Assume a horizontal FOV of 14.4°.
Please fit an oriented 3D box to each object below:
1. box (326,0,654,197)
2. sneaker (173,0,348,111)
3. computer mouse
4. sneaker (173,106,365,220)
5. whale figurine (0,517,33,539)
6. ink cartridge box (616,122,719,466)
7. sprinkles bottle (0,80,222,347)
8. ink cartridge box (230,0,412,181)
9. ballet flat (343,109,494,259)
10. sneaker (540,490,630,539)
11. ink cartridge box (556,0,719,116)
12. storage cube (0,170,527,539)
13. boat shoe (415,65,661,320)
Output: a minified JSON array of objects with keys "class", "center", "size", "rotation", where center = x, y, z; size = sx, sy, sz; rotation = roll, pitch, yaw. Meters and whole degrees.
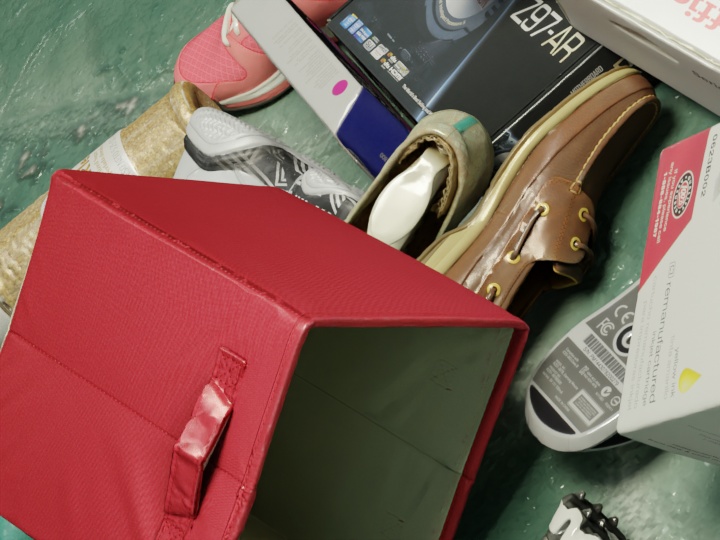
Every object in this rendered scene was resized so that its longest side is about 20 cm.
[{"class":"box","center":[0.086,-0.139,1.608],"size":[0.160,0.044,0.200],"rotation":[-41,37,2]},{"class":"sneaker","center":[-0.046,-0.170,1.739],"size":[0.199,0.087,0.074],"rotation":[-26,41,27]},{"class":"computer mouse","center":[0.166,0.022,1.402],"size":[0.200,0.044,0.110],"rotation":[-41,42,1]},{"class":"sneaker","center":[-0.048,-0.007,1.615],"size":[0.200,0.075,0.115],"rotation":[32,96,41]},{"class":"whale figurine","center":[-0.167,0.103,1.587],"size":[0.200,0.104,0.159],"rotation":[-49,22,-2]},{"class":"ink cartridge box","center":[0.202,0.000,1.248],"size":[0.200,0.083,0.146],"rotation":[154,130,-65]},{"class":"sprinkles bottle","center":[-0.163,-0.032,1.751],"size":[0.200,0.068,0.068],"rotation":[-38,38,13]},{"class":"ink cartridge box","center":[-0.003,-0.090,1.620],"size":[0.037,0.095,0.200],"rotation":[-42,38,6]},{"class":"ballet flat","center":[0.000,0.000,1.507],"size":[0.067,0.062,0.201],"rotation":[33,105,10]},{"class":"sneaker","center":[0.113,0.188,1.292],"size":[0.091,0.066,0.200],"rotation":[-45,33,9]},{"class":"ink cartridge box","center":[0.207,-0.188,1.466],"size":[0.145,0.088,0.200],"rotation":[33,81,28]},{"class":"storage cube","center":[-0.058,0.066,1.393],"size":[0.179,0.199,0.172],"rotation":[29,106,34]},{"class":"boat shoe","center":[0.095,-0.018,1.493],"size":[0.067,0.072,0.200],"rotation":[38,81,22]}]
